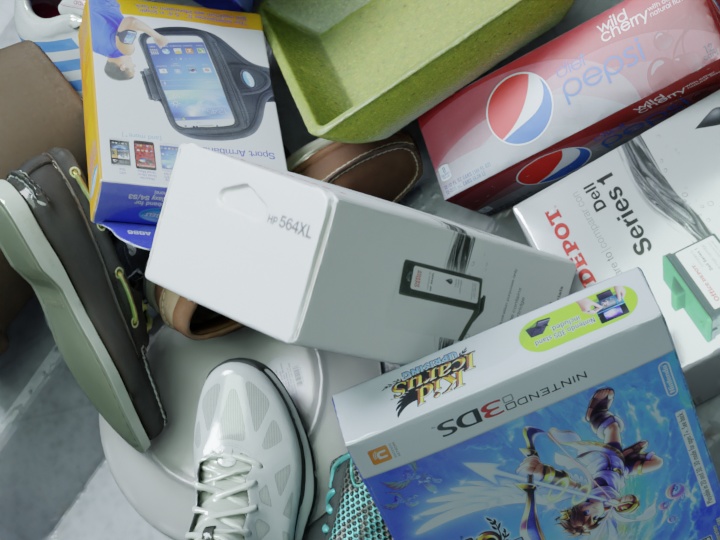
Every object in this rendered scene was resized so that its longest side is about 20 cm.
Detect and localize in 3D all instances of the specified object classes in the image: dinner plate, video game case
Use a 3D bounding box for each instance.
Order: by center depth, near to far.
[{"bbox_3d":[0.102,0.114,1.001,0.180,0.201,0.046,-22,38,5],"label":"video game case"},{"bbox_3d":[-0.083,0.080,1.170,0.198,0.024,0.202,-4,74,15],"label":"dinner plate"}]

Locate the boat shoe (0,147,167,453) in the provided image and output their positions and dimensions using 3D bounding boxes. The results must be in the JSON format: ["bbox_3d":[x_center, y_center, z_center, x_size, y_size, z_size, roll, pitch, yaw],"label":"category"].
[{"bbox_3d":[-0.163,0.021,1.118,0.060,0.202,0.071,-37,29,-25],"label":"boat shoe"}]

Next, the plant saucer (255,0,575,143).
[{"bbox_3d":[0.042,-0.168,1.152,0.199,0.048,0.200,-33,33,6],"label":"plant saucer"}]

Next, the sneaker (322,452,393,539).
[{"bbox_3d":[0.007,0.155,1.097,0.091,0.078,0.200,34,77,28],"label":"sneaker"}]

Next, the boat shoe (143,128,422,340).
[{"bbox_3d":[-0.041,-0.018,1.141,0.199,0.076,0.072,-35,39,-2],"label":"boat shoe"}]

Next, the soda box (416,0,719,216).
[{"bbox_3d":[0.138,-0.106,1.105,0.199,0.070,0.064,-27,69,23],"label":"soda box"}]

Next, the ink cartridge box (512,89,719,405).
[{"bbox_3d":[0.211,-0.015,1.072,0.199,0.084,0.147,-30,67,7],"label":"ink cartridge box"}]

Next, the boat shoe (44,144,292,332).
[{"bbox_3d":[-0.130,-0.025,1.181,0.199,0.068,0.072,-30,52,4],"label":"boat shoe"}]

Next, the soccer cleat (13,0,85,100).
[{"bbox_3d":[-0.166,-0.145,1.218,0.199,0.087,0.070,35,58,23],"label":"soccer cleat"}]

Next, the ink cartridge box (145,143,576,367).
[{"bbox_3d":[0.000,0.000,1.022,0.145,0.199,0.085,20,95,47],"label":"ink cartridge box"}]

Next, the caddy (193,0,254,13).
[{"bbox_3d":[-0.121,-0.242,1.185,0.140,0.200,0.106,17,91,4],"label":"caddy"}]

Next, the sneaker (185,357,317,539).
[{"bbox_3d":[-0.074,0.152,1.077,0.075,0.115,0.203,-6,84,13],"label":"sneaker"}]

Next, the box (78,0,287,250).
[{"bbox_3d":[-0.111,-0.091,1.118,0.118,0.042,0.201,4,43,-17],"label":"box"}]

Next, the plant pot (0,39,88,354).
[{"bbox_3d":[-0.253,-0.058,1.177,0.174,0.200,0.201,-38,67,-6],"label":"plant pot"}]
